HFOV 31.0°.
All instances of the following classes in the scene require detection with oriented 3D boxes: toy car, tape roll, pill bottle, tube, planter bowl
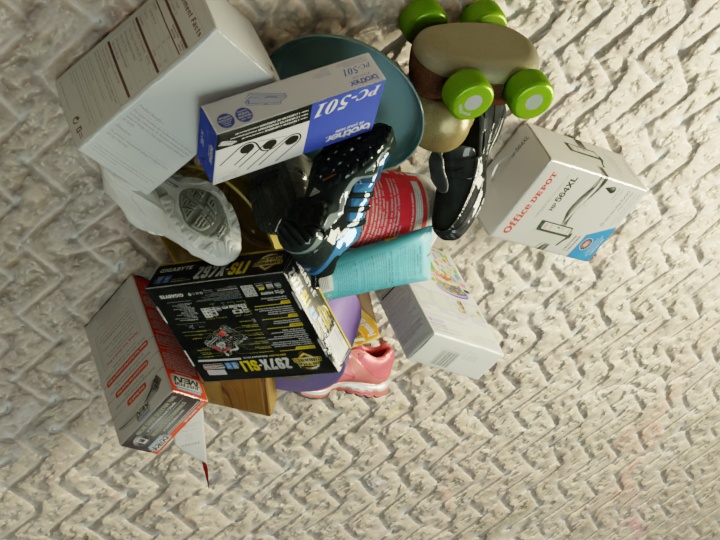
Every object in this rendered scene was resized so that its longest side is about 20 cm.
[{"bbox_3d":[0.112,-0.194,1.538,0.158,0.164,0.200,-4,138,-25],"label":"toy car"},{"bbox_3d":[-0.104,0.068,1.693,0.200,0.085,0.200,12,144,9],"label":"tape roll"},{"bbox_3d":[-0.007,-0.076,1.642,0.200,0.112,0.112,4,132,-32],"label":"pill bottle"},{"bbox_3d":[0.000,0.000,1.605,0.200,0.050,0.078,-14,127,-20],"label":"tube"},{"bbox_3d":[-0.150,-0.055,1.571,0.083,0.200,0.201,-39,153,-40],"label":"planter bowl"}]

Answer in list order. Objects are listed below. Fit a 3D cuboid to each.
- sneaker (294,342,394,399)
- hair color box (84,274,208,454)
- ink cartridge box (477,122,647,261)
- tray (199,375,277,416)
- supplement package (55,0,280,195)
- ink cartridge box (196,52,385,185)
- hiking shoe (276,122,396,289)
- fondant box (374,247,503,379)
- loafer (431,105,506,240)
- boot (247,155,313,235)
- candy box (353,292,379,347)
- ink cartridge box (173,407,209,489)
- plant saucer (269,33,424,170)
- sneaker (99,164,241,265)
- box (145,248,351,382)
[{"bbox_3d":[-0.035,0.134,1.907,0.200,0.074,0.087,3,119,-36],"label":"sneaker"},{"bbox_3d":[-0.274,0.118,1.640,0.064,0.200,0.111,22,121,-42],"label":"hair color box"},{"bbox_3d":[0.269,-0.104,1.782,0.200,0.084,0.146,11,128,-38],"label":"ink cartridge box"},{"bbox_3d":[-0.165,0.115,1.680,0.099,0.037,0.200,12,144,10],"label":"tray"},{"bbox_3d":[-0.208,-0.201,1.391,0.200,0.117,0.117,-37,141,13],"label":"supplement package"},{"bbox_3d":[-0.075,-0.164,1.394,0.200,0.044,0.094,-22,156,-21],"label":"ink cartridge box"},{"bbox_3d":[-0.022,-0.081,1.461,0.200,0.074,0.087,-54,143,-22],"label":"hiking shoe"},{"bbox_3d":[0.093,0.045,1.758,0.144,0.200,0.058,20,124,-41],"label":"fondant box"},{"bbox_3d":[0.125,-0.137,1.617,0.070,0.068,0.201,28,75,-47],"label":"loafer"},{"bbox_3d":[-0.082,-0.129,1.511,0.068,0.200,0.131,-14,172,29],"label":"boot"},{"bbox_3d":[-0.047,0.036,1.787,0.115,0.055,0.200,-20,140,-6],"label":"candy box"},{"bbox_3d":[-0.244,0.183,1.758,0.050,0.161,0.200,-9,138,-14],"label":"ink cartridge box"},{"bbox_3d":[-0.019,-0.196,1.497,0.200,0.027,0.200,14,139,13],"label":"plant saucer"},{"bbox_3d":[-0.220,-0.069,1.506,0.078,0.200,0.099,-44,169,-31],"label":"sneaker"},{"bbox_3d":[-0.133,0.056,1.530,0.200,0.049,0.160,-7,129,30],"label":"box"}]
